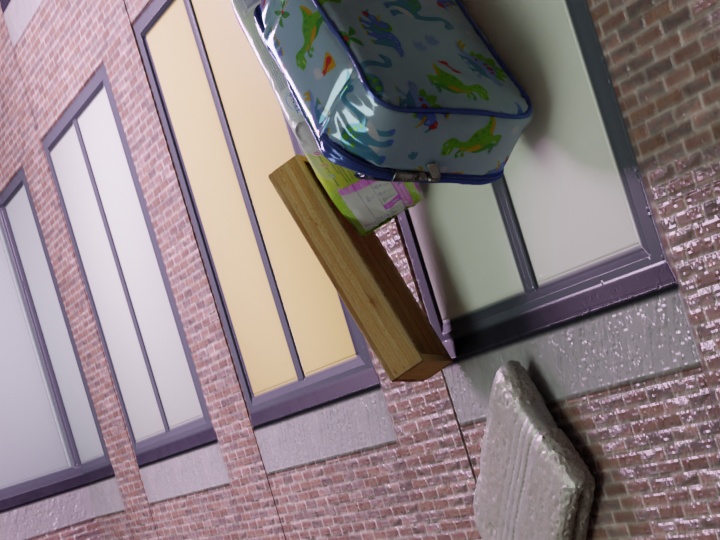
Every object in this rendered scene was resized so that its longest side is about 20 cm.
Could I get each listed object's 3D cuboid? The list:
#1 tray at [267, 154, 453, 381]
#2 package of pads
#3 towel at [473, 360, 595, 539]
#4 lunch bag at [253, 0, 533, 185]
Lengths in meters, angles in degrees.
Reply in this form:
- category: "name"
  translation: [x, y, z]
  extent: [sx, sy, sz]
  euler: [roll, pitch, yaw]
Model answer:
- category: "tray"
  translation: [0.000, 0.000, 1.935]
  extent: [0.201, 0.037, 0.099]
  euler: [58, -167, 12]
- category: "package of pads"
  translation: [-0.026, -0.133, 1.877]
  extent: [0.155, 0.068, 0.200]
  euler: [63, -176, 31]
- category: "towel"
  translation: [0.137, 0.182, 1.826]
  extent: [0.201, 0.034, 0.133]
  euler: [96, 151, -46]
- category: "lunch bag"
  translation: [0.025, -0.147, 1.675]
  extent: [0.201, 0.160, 0.083]
  euler: [59, 134, 38]
